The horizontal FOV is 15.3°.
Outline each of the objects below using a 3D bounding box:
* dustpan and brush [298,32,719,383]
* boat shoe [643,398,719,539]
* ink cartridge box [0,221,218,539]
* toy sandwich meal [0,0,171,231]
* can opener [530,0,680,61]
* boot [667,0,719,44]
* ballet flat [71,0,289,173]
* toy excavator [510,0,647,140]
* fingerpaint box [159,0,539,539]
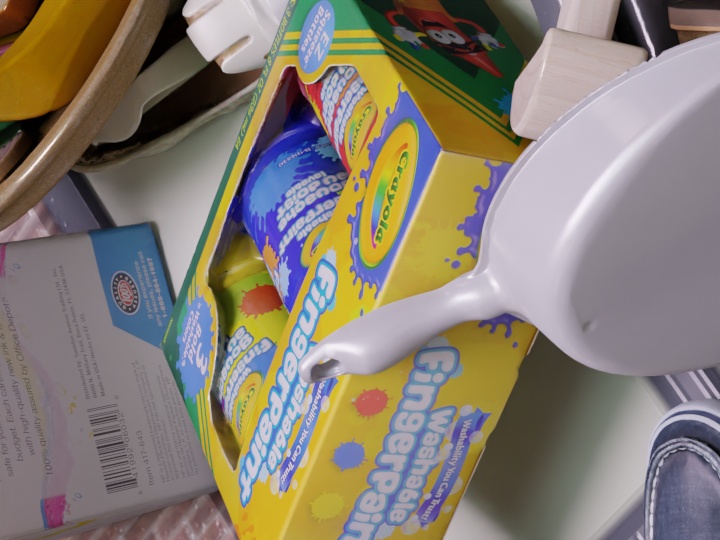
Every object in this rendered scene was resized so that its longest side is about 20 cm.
[{"bbox_3d":[0.072,-0.001,0.924,0.200,0.140,0.057,-31,43,1],"label":"dustpan and brush"},{"bbox_3d":[0.127,0.148,0.966,0.071,0.091,0.200,-18,84,44],"label":"boat shoe"},{"bbox_3d":[-0.187,0.064,1.178,0.125,0.200,0.129,-20,82,43],"label":"ink cartridge box"},{"bbox_3d":[-0.151,-0.104,1.151,0.205,0.070,0.205,-42,27,27],"label":"toy sandwich meal"},{"bbox_3d":[0.084,-0.105,1.011,0.067,0.053,0.200,126,125,-72],"label":"can opener"},{"bbox_3d":[0.186,-0.053,0.899,0.200,0.074,0.076,17,118,39],"label":"boot"},{"bbox_3d":[-0.061,-0.092,1.128,0.200,0.062,0.067,-36,90,42],"label":"ballet flat"},{"bbox_3d":[0.103,-0.165,0.917,0.200,0.100,0.195,107,173,-50],"label":"toy excavator"},{"bbox_3d":[0.000,0.000,1.036,0.200,0.073,0.167,-67,29,27],"label":"fingerpaint box"}]
